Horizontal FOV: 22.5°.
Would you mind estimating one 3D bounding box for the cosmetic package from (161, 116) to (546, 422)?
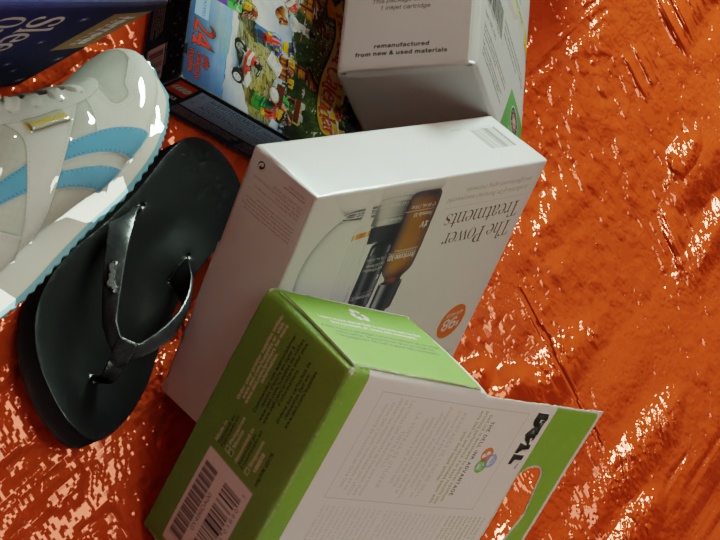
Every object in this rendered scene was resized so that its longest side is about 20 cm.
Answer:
[{"bbox_3d":[0.000,0.000,0.972,0.052,0.151,0.199,41,32,27],"label":"cosmetic package"}]

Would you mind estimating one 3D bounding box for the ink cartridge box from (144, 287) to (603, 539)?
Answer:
[{"bbox_3d":[0.010,0.103,0.937,0.199,0.148,0.076,12,23,-46],"label":"ink cartridge box"}]

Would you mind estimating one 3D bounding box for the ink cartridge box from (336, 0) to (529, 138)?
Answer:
[{"bbox_3d":[0.050,-0.167,1.092,0.145,0.083,0.201,62,30,-59],"label":"ink cartridge box"}]

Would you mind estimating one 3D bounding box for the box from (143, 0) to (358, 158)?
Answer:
[{"bbox_3d":[-0.054,-0.164,1.049,0.136,0.038,0.201,27,57,-40],"label":"box"}]

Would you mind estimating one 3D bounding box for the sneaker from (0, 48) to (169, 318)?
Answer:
[{"bbox_3d":[-0.161,-0.055,0.860,0.081,0.076,0.200,57,42,-24],"label":"sneaker"}]

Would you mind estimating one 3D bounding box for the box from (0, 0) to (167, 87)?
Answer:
[{"bbox_3d":[-0.176,-0.114,0.830,0.199,0.121,0.033,-13,85,-49],"label":"box"}]

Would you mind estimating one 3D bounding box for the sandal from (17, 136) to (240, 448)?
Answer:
[{"bbox_3d":[-0.112,0.001,0.920,0.076,0.043,0.201,48,46,-26],"label":"sandal"}]
